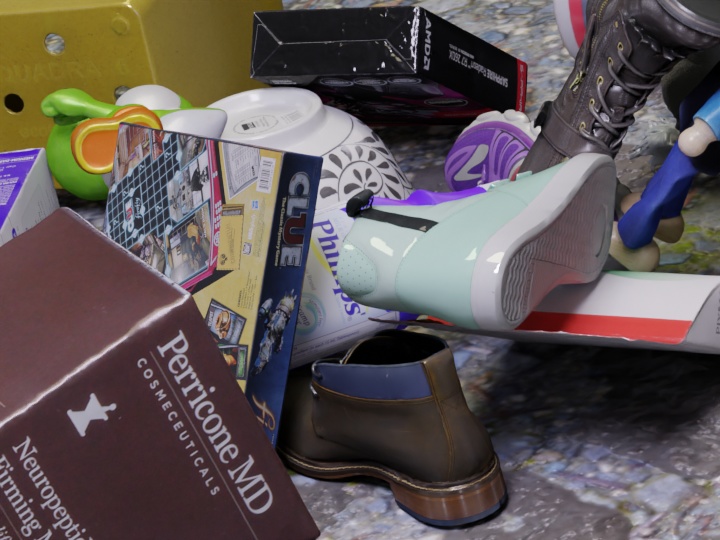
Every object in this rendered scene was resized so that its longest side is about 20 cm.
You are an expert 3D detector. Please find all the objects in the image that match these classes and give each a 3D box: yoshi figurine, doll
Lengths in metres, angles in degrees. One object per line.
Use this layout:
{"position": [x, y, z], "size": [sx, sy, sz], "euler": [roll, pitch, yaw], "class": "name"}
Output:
{"position": [-0.152, -0.067, 1.775], "size": [0.112, 0.113, 0.200], "euler": [16, 11, -7], "class": "yoshi figurine"}
{"position": [0.209, -0.089, 1.627], "size": [0.048, 0.200, 0.136], "euler": [38, 41, 4], "class": "doll"}

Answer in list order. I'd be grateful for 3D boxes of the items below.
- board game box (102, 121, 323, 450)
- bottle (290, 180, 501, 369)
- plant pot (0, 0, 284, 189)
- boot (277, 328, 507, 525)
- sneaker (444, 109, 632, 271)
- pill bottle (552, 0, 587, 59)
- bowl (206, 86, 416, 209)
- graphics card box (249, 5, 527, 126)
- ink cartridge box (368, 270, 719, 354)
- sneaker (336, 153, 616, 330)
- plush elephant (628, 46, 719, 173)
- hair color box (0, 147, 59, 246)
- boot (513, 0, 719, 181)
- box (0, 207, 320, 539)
{"position": [-0.095, 0.024, 1.588], "size": [0.135, 0.200, 0.035], "euler": [13, 5, 42], "class": "board game box"}
{"position": [0.000, 0.000, 1.657], "size": [0.200, 0.084, 0.065], "euler": [-19, -10, -16], "class": "bottle"}
{"position": [-0.175, -0.155, 2.002], "size": [0.200, 0.200, 0.176], "euler": [-2, 28, 20], "class": "plant pot"}
{"position": [0.002, 0.065, 1.567], "size": [0.075, 0.097, 0.200], "euler": [-30, 30, -31], "class": "boot"}
{"position": [0.102, -0.041, 1.782], "size": [0.083, 0.081, 0.200], "euler": [-28, 28, -17], "class": "sneaker"}
{"position": [0.249, -0.205, 2.018], "size": [0.200, 0.120, 0.120], "euler": [2, 28, 27], "class": "pill bottle"}
{"position": [-0.060, -0.062, 1.875], "size": [0.201, 0.094, 0.201], "euler": [-10, 25, 5], "class": "bowl"}
{"position": [0.022, -0.138, 1.939], "size": [0.125, 0.051, 0.200], "euler": [1, -8, 24], "class": "graphics card box"}
{"position": [0.119, 0.018, 1.574], "size": [0.161, 0.050, 0.200], "euler": [3, -4, 28], "class": "ink cartridge box"}
{"position": [0.063, -0.026, 1.543], "size": [0.118, 0.074, 0.200], "euler": [9, 19, 25], "class": "sneaker"}
{"position": [0.266, -0.155, 1.837], "size": [0.200, 0.165, 0.155], "euler": [-35, 21, 50], "class": "plush elephant"}
{"position": [-0.232, 0.014, 1.768], "size": [0.065, 0.109, 0.200], "euler": [-8, 24, 8], "class": "hair color box"}
{"position": [0.149, -0.093, 1.642], "size": [0.069, 0.174, 0.200], "euler": [22, 8, -12], "class": "boot"}
{"position": [-0.165, 0.104, 1.429], "size": [0.200, 0.166, 0.164], "euler": [-35, 30, -15], "class": "box"}
